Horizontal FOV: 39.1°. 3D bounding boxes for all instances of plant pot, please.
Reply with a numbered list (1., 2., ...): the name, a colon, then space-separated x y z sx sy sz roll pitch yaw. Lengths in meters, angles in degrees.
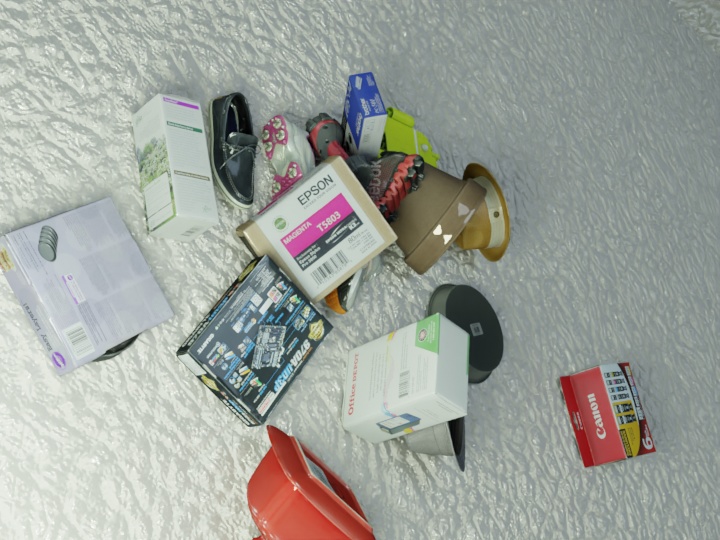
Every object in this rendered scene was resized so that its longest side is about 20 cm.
1. plant pot: 0.104 -0.121 1.839 0.174 0.200 0.200 39 42 -1

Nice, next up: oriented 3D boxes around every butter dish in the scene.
1. butter dish: -0.088 0.341 1.395 0.200 0.148 0.200 46 0 -20

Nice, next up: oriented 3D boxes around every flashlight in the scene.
1. flashlight: -0.035 -0.201 1.726 0.200 0.068 0.068 51 -15 52

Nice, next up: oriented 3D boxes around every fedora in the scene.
1. fedora: 0.118 0.238 1.689 0.177 0.090 0.201 63 23 -51
2. fedora: 0.218 -0.107 1.982 0.081 0.201 0.202 -15 80 -18

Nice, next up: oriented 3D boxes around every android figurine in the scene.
1. android figurine: 0.085 -0.226 1.972 0.199 0.041 0.183 19 56 -39

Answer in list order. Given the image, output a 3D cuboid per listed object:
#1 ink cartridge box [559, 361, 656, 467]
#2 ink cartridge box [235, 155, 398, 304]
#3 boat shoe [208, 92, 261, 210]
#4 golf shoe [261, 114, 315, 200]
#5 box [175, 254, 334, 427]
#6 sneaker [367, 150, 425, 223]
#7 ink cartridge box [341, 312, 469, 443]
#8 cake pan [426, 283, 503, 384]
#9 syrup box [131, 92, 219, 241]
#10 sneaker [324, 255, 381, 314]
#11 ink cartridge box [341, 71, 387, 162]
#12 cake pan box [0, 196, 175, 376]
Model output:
1. ink cartridge box: 0.517 0.302 2.128 0.175 0.084 0.201 1 70 -48
2. ink cartridge box: -0.068 -0.057 1.597 0.200 0.075 0.165 -39 103 -10
3. boat shoe: -0.198 -0.195 1.620 0.074 0.062 0.201 11 64 -47
4. golf shoe: -0.104 -0.164 1.701 0.091 0.075 0.201 10 63 -49
5. box: -0.150 0.101 1.483 0.159 0.046 0.200 48 58 -19
6. sneaker: 0.025 -0.128 1.722 0.201 0.098 0.071 -55 156 -23
7. ink cartridge box: 0.071 0.174 1.609 0.087 0.199 0.146 34 46 -36
8. cake pan: 0.204 0.114 1.919 0.200 0.037 0.201 26 52 -38
9. syrup box: -0.274 -0.152 1.497 0.081 0.079 0.201 8 63 -45
10. sneaker: 0.000 0.000 1.728 0.092 0.076 0.201 41 45 -31
11. ink cartridge box: 0.001 -0.243 1.761 0.044 0.200 0.094 -11 63 -14
12. cake pan box: -0.359 0.019 1.334 0.184 0.052 0.201 -33 95 -49
